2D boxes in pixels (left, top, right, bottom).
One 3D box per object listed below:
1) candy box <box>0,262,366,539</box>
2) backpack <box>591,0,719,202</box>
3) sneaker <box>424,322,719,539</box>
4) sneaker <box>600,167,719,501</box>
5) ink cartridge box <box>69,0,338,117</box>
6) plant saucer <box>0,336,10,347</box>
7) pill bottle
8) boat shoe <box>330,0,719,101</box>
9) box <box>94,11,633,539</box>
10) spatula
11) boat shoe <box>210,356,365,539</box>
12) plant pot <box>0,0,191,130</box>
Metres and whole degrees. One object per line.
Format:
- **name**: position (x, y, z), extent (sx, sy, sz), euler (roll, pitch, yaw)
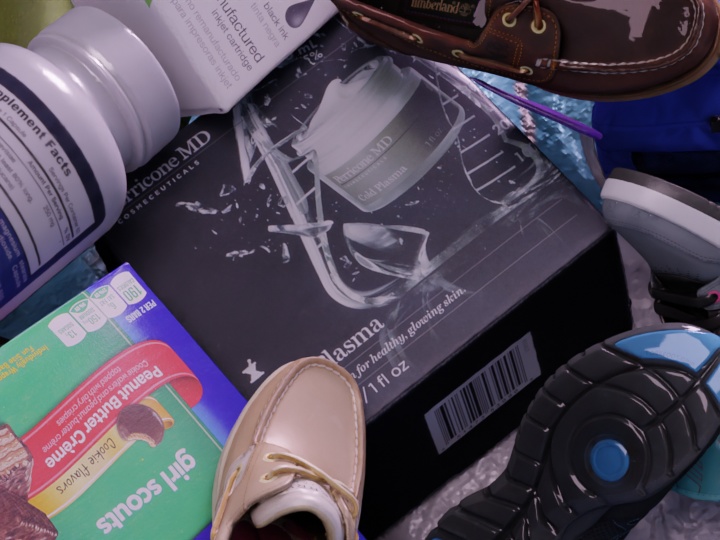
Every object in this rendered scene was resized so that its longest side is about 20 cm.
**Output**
- **candy box**: position (-0.112, 0.125, 1.114), extent (0.169, 0.077, 0.200), euler (-37, 83, -36)
- **backpack**: position (0.221, -0.120, 1.243), extent (0.199, 0.168, 0.164), euler (4, 76, 10)
- **sneaker**: position (0.109, 0.093, 1.157), extent (0.200, 0.082, 0.073), euler (-45, 69, 29)
- **sneaker**: position (0.168, 0.047, 1.179), extent (0.121, 0.200, 0.084), euler (-58, 25, -7)
- **ink cartridge box**: position (-0.060, -0.195, 1.254), extent (0.200, 0.146, 0.084), euler (-44, 23, -26)
- **plant saucer**: position (-0.206, 0.109, 1.166), extent (0.199, 0.037, 0.201), euler (5, 61, -8)
- **pill bottle**: position (-0.183, -0.038, 1.167), extent (0.111, 0.111, 0.200), euler (35, 60, 23)
- **boat shoe**: position (0.073, -0.125, 1.170), extent (0.199, 0.070, 0.071), euler (7, 81, 27)
- **box**: position (0.000, 0.000, 1.250), extent (0.200, 0.124, 0.197), euler (-38, 62, -9)
- **spatula**: position (0.126, -0.044, 1.219), extent (0.021, 0.200, 0.056), euler (-52, 36, -3)
- **boat shoe**: position (-0.030, 0.117, 1.065), extent (0.073, 0.069, 0.201), euler (23, 55, -13)
- **plant pot**: position (-0.149, -0.171, 1.341), extent (0.199, 0.200, 0.191), euler (-3, 76, 9)
